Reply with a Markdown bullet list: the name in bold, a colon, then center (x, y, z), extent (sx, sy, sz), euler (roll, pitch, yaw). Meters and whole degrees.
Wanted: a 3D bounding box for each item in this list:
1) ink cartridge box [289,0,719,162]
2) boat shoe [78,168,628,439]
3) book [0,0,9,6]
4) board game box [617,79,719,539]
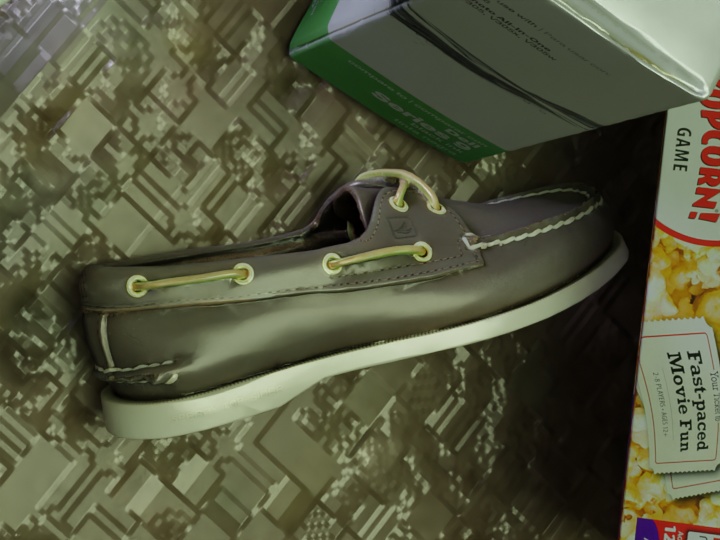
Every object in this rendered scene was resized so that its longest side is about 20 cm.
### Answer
- **ink cartridge box**: center (0.071, -0.122, 0.891), extent (0.084, 0.200, 0.146), euler (32, 78, -15)
- **boat shoe**: center (0.000, 0.000, 0.941), extent (0.199, 0.072, 0.060), euler (-18, 103, -18)
- **book**: center (-0.066, -0.179, 0.791), extent (0.200, 0.048, 0.134), euler (-36, 104, -25)
- **board game box**: center (0.125, 0.010, 0.959), extent (0.046, 0.151, 0.201), euler (6, 90, 9)
